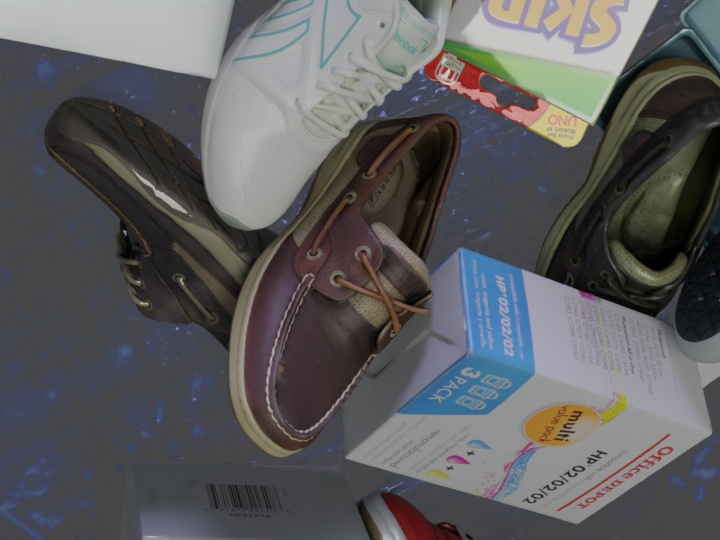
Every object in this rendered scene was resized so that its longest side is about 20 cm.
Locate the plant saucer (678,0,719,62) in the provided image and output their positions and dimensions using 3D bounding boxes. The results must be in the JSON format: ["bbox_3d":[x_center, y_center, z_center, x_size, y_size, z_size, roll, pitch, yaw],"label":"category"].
[{"bbox_3d":[0.258,-0.097,0.913,0.070,0.019,0.200,-43,111,5],"label":"plant saucer"}]

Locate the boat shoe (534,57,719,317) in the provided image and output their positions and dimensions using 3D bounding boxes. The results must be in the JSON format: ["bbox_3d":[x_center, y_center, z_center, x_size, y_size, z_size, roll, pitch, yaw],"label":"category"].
[{"bbox_3d":[0.146,-0.014,0.870,0.072,0.066,0.201,11,121,-14],"label":"boat shoe"}]

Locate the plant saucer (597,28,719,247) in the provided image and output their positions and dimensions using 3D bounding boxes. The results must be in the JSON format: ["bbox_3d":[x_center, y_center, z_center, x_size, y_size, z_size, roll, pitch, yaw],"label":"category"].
[{"bbox_3d":[0.210,-0.046,0.904,0.070,0.019,0.200,-37,114,18],"label":"plant saucer"}]

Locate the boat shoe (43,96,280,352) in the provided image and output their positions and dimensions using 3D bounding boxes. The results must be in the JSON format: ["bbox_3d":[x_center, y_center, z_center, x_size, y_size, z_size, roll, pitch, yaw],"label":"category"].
[{"bbox_3d":[-0.090,-0.006,0.833,0.073,0.075,0.200,-42,114,15],"label":"boat shoe"}]

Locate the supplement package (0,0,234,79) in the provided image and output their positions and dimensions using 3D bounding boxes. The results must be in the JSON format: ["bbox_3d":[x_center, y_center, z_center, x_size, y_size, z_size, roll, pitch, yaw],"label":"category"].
[{"bbox_3d":[-0.125,-0.207,0.739,0.155,0.111,0.200,9,107,-15],"label":"supplement package"}]

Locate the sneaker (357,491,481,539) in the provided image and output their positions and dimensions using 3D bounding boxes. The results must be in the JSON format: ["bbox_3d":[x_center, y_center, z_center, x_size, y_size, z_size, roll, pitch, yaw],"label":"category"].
[{"bbox_3d":[0.085,0.181,0.939,0.112,0.071,0.200,-31,120,3],"label":"sneaker"}]

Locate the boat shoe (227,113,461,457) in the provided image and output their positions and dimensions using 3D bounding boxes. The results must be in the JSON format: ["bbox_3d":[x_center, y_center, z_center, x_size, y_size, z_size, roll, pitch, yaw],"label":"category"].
[{"bbox_3d":[0.000,0.000,0.802,0.072,0.072,0.200,46,53,-27],"label":"boat shoe"}]

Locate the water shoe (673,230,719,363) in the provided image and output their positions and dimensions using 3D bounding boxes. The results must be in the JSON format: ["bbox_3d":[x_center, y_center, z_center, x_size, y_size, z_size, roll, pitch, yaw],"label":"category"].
[{"bbox_3d":[0.249,-0.015,0.854,0.200,0.071,0.079,-49,117,-10],"label":"water shoe"}]

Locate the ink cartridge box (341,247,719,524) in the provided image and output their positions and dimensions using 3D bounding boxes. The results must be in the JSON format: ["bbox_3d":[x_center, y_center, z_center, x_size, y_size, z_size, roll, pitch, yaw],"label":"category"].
[{"bbox_3d":[0.103,0.071,0.867,0.200,0.068,0.115,19,138,-28],"label":"ink cartridge box"}]

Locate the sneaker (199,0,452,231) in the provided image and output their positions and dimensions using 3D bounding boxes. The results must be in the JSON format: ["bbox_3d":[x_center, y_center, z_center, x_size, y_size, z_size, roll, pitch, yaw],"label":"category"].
[{"bbox_3d":[-0.010,-0.107,0.789,0.070,0.080,0.201,30,87,-50],"label":"sneaker"}]

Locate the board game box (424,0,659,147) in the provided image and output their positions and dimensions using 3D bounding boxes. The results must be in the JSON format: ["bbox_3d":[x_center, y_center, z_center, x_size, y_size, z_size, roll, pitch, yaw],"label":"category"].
[{"bbox_3d":[0.116,-0.169,0.838,0.095,0.030,0.200,26,104,-1],"label":"board game box"}]

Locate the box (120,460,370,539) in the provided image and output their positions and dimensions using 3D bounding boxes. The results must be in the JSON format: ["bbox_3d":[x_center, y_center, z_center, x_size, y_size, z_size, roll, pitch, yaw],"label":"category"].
[{"bbox_3d":[-0.073,0.217,0.902,0.124,0.097,0.200,3,108,-13],"label":"box"}]
